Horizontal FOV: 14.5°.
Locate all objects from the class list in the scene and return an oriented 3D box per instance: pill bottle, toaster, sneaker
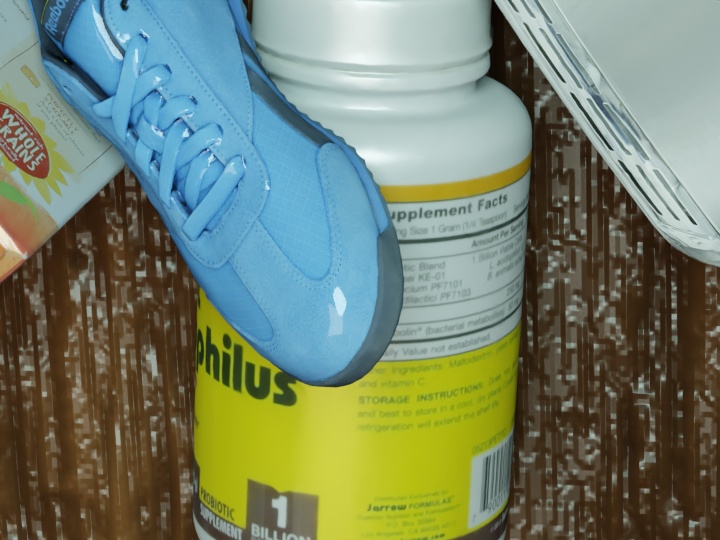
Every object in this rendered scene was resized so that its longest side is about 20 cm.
[{"bbox_3d":[0.000,0.000,0.937,0.108,0.109,0.202,6,108,11],"label":"pill bottle"},{"bbox_3d":[0.120,-0.098,0.877,0.129,0.114,0.200,-33,101,22],"label":"toaster"},{"bbox_3d":[-0.057,-0.046,0.853,0.066,0.078,0.201,-46,56,26],"label":"sneaker"}]

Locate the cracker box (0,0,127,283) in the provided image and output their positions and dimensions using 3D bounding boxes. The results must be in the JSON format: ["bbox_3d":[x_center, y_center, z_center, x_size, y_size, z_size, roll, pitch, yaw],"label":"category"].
[{"bbox_3d":[-0.134,-0.069,0.896,0.058,0.200,0.134,-38,96,22],"label":"cracker box"}]
